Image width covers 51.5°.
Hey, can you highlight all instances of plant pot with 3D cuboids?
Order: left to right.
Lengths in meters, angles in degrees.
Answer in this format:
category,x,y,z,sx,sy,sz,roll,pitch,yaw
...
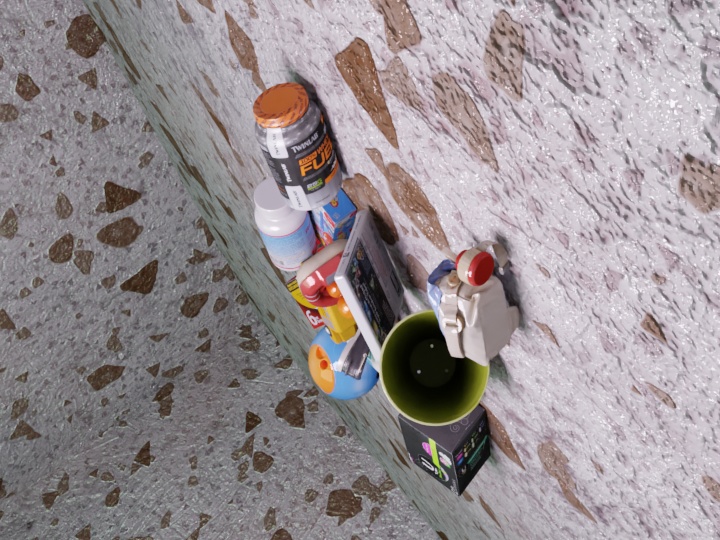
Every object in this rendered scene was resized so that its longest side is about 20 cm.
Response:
category,x,y,z,sx,sy,sz,roll,pitch,yaw
plant pot,0.128,0.168,1.331,0.188,0.186,0.200,52,180,6

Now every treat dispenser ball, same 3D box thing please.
category,x,y,z,sx,sy,sz,roll,pitch,yaw
treat dispenser ball,-0.037,0.230,1.929,0.202,0.199,0.202,49,165,18

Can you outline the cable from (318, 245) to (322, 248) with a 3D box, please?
category,x,y,z,sx,sy,sz,roll,pitch,yaw
cable,-0.096,0.021,1.913,0.199,0.069,0.202,39,159,48

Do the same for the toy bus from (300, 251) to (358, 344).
category,x,y,z,sx,sy,sz,roll,pitch,yaw
toy bus,-0.058,0.060,1.576,0.078,0.064,0.203,22,138,60

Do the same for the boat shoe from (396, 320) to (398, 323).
category,x,y,z,sx,sy,sz,roll,pitch,yaw
boat shoe,0.041,0.042,1.501,0.076,0.072,0.205,-122,22,-65

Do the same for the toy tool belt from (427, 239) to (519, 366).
category,x,y,z,sx,sy,sz,roll,pitch,yaw
toy tool belt,0.139,0.033,1.049,0.122,0.125,0.202,29,152,41

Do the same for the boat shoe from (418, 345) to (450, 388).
category,x,y,z,sx,sy,sz,roll,pitch,yaw
boat shoe,0.152,0.196,1.479,0.201,0.073,0.064,45,161,31

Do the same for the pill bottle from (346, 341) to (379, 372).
category,x,y,z,sx,sy,sz,roll,pitch,yaw
pill bottle,0.050,0.161,1.664,0.199,0.110,0.112,37,158,52

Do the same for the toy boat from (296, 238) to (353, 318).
category,x,y,z,sx,sy,sz,roll,pitch,yaw
toy boat,-0.041,0.033,1.416,0.132,0.129,0.200,55,174,8

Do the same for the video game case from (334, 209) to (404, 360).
category,x,y,z,sx,sy,sz,roll,pitch,yaw
video game case,0.021,0.026,1.345,0.023,0.184,0.202,-8,128,24

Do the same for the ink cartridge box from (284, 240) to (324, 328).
category,x,y,z,sx,sy,sz,roll,pitch,yaw
ink cartridge box,-0.084,0.022,1.721,0.177,0.083,0.199,56,145,-4

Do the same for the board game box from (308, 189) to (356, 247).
category,x,y,z,sx,sy,sz,roll,pitch,yaw
board game box,-0.094,-0.152,1.531,0.201,0.055,0.196,52,166,11

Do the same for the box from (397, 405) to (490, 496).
category,x,y,z,sx,sy,sz,roll,pitch,yaw
box,0.181,0.351,1.583,0.147,0.124,0.202,29,152,33

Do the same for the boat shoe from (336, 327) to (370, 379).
category,x,y,z,sx,sy,sz,roll,pitch,yaw
boat shoe,0.018,0.135,1.577,0.059,0.202,0.074,26,155,8

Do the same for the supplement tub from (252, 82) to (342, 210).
category,x,y,z,sx,sy,sz,roll,pitch,yaw
supplement tub,-0.110,-0.215,1.302,0.122,0.122,0.202,42,162,40

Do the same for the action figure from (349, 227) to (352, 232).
category,x,y,z,sx,sy,sz,roll,pitch,yaw
action figure,0.000,0.000,1.561,0.051,0.066,0.202,16,144,32

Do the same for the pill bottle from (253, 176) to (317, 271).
category,x,y,z,sx,sy,sz,roll,pitch,yaw
pill bottle,-0.154,-0.095,1.521,0.109,0.108,0.201,46,164,29
